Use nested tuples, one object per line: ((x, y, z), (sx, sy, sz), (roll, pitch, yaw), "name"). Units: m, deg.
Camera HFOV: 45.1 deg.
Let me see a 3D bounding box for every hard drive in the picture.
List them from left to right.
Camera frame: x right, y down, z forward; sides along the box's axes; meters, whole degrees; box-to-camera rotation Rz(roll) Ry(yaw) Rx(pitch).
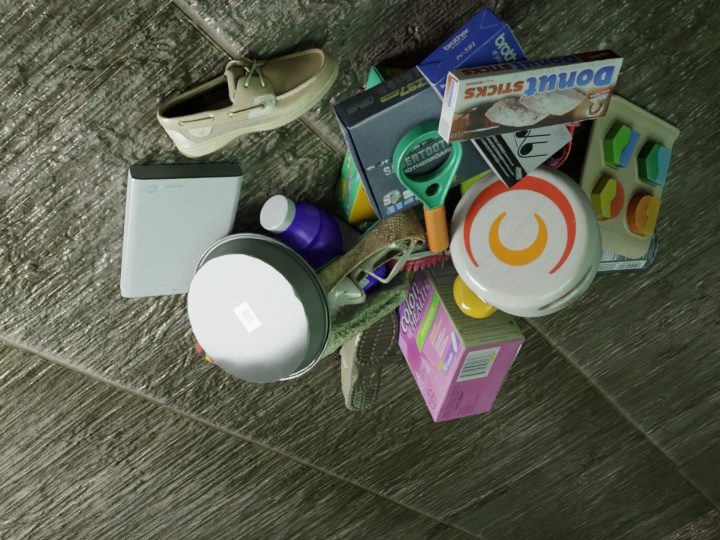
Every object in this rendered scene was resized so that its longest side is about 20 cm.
((-0.225, -0.046, 1.076), (0.132, 0.026, 0.200), (-5, 139, -23), "hard drive")

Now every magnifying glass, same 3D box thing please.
((0.084, -0.091, 1.009), (0.079, 0.022, 0.200), (-22, 143, -7), "magnifying glass")

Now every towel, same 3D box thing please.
((-0.014, 0.058, 1.232), (0.200, 0.148, 0.037), (-34, 103, 14), "towel")

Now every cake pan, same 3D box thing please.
((-0.133, 0.054, 1.078), (0.200, 0.200, 0.037), (-51, 175, 30), "cake pan")

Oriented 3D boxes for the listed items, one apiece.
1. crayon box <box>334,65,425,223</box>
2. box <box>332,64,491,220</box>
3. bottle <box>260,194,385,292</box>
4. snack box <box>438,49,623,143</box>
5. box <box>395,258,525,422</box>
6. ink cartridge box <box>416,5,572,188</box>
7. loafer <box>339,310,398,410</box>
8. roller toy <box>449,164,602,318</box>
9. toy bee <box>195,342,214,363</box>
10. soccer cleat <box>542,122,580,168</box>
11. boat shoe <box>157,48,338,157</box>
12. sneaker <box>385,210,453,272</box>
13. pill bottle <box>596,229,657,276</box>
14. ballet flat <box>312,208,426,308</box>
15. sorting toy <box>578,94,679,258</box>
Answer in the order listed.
((0.051, -0.152, 1.070), (0.118, 0.058, 0.200), (-5, 137, -24), "crayon box")
((0.084, -0.161, 0.990), (0.200, 0.051, 0.158), (-26, 139, -3), "box")
((-0.048, -0.037, 1.133), (0.065, 0.084, 0.200), (-39, 141, 18), "bottle")
((0.176, -0.182, 0.897), (0.199, 0.024, 0.072), (-13, 133, -22), "snack box")
((0.133, 0.086, 1.278), (0.096, 0.200, 0.176), (-7, 140, -20), "box")
((0.149, -0.179, 0.935), (0.094, 0.044, 0.200), (-39, 138, 8), "ink cartridge box")
((0.003, 0.127, 1.370), (0.075, 0.068, 0.200), (-1, 120, -29), "loafer")
((0.214, -0.033, 1.112), (0.182, 0.201, 0.140), (7, 173, 19), "roller toy")
((-0.146, 0.082, 1.183), (0.131, 0.109, 0.200), (-48, 179, -30), "toy bee")
((0.239, -0.147, 1.162), (0.067, 0.077, 0.200), (-9, 139, -19), "soccer cleat")
((-0.120, -0.190, 0.929), (0.200, 0.072, 0.065), (-23, 144, 7), "boat shoe")
((0.124, -0.055, 1.214), (0.199, 0.081, 0.075), (-15, 112, -24), "sneaker")
((0.340, -0.043, 1.315), (0.199, 0.106, 0.106), (-3, 137, -24), "pill bottle")
((0.000, 0.000, 1.081), (0.200, 0.065, 0.071), (-41, 161, 2), "ballet flat")
((0.375, -0.126, 1.219), (0.185, 0.036, 0.201), (14, 94, -39), "sorting toy")
